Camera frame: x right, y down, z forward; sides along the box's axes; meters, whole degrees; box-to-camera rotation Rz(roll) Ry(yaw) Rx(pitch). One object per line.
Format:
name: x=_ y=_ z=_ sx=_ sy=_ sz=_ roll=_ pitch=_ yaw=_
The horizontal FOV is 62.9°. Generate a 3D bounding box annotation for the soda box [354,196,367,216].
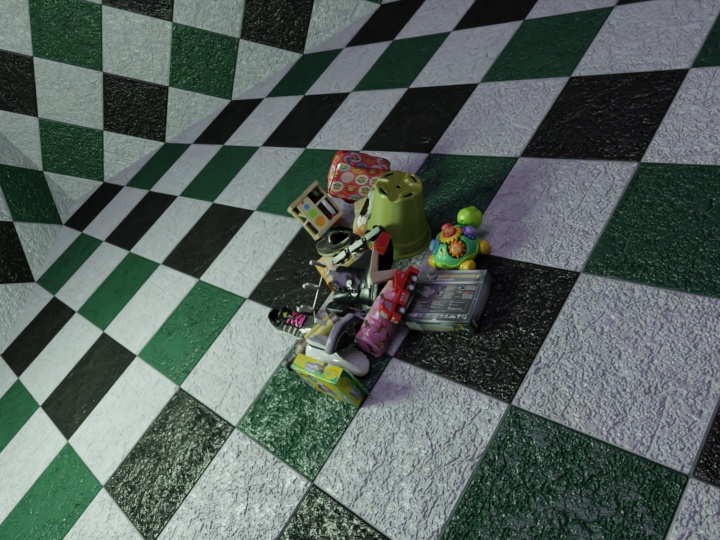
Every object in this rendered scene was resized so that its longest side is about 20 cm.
soda box: x=0.079 y=-0.217 z=1.874 sx=0.197 sy=0.064 sz=0.068 roll=-25 pitch=39 yaw=19

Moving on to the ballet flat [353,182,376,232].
ballet flat: x=0.027 y=-0.181 z=1.812 sx=0.202 sy=0.070 sz=0.071 roll=-64 pitch=34 yaw=16

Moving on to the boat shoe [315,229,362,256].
boat shoe: x=-0.069 y=-0.089 z=1.737 sx=0.198 sy=0.065 sz=0.074 roll=-6 pitch=48 yaw=46

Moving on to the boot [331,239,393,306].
boot: x=0.000 y=0.000 z=1.627 sx=0.166 sy=0.076 sz=0.204 roll=8 pitch=93 yaw=35

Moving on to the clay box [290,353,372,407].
clay box: x=-0.072 y=0.274 z=1.459 sx=0.198 sy=0.115 sz=0.048 roll=11 pitch=58 yaw=46

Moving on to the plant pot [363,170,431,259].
plant pot: x=0.106 y=-0.167 z=1.644 sx=0.196 sy=0.186 sz=0.203 roll=-1 pitch=47 yaw=1

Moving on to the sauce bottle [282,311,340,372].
sauce bottle: x=-0.130 y=0.199 z=1.626 sx=0.199 sy=0.065 sz=0.065 roll=-40 pitch=37 yaw=-1

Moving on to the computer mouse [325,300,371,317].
computer mouse: x=-0.016 y=0.116 z=1.648 sx=0.197 sy=0.035 sz=0.058 roll=6 pitch=30 yaw=37

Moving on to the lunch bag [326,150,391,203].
lunch bag: x=-0.007 y=-0.289 z=1.905 sx=0.178 sy=0.196 sz=0.083 roll=114 pitch=157 yaw=-43

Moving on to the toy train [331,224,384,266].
toy train: x=-0.007 y=-0.068 z=1.634 sx=0.199 sy=0.045 sz=0.035 roll=-34 pitch=74 yaw=34

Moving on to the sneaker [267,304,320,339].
sneaker: x=-0.198 y=0.147 z=1.714 sx=0.197 sy=0.088 sz=0.074 roll=2 pitch=52 yaw=40

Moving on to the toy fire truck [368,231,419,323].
toy fire truck: x=0.072 y=0.019 z=1.495 sx=0.139 sy=0.049 sz=0.203 roll=24 pitch=69 yaw=0

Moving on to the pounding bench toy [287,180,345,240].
pounding bench toy: x=-0.148 y=-0.188 z=1.978 sx=0.124 sy=0.156 sz=0.200 roll=-44 pitch=7 yaw=-8

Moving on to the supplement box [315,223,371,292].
supplement box: x=-0.027 y=-0.032 z=1.766 sx=0.199 sy=0.074 sz=0.126 roll=-39 pitch=38 yaw=-1

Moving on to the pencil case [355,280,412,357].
pencil case: x=0.064 y=0.124 z=1.524 sx=0.085 sy=0.083 sz=0.201 roll=17 pitch=63 yaw=34

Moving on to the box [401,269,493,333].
box: x=0.216 y=0.075 z=1.476 sx=0.197 sy=0.049 sz=0.160 roll=-2 pitch=50 yaw=38

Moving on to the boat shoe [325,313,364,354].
boat shoe: x=-0.034 y=0.163 z=1.520 sx=0.056 sy=0.070 sz=0.200 roll=15 pitch=21 yaw=14

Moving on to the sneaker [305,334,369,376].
sneaker: x=-0.060 y=0.236 z=1.533 sx=0.198 sy=0.076 sz=0.082 roll=22 pitch=108 yaw=34

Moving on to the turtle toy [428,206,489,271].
turtle toy: x=0.260 y=-0.082 z=1.552 sx=0.144 sy=0.102 sz=0.201 roll=11 pitch=51 yaw=44

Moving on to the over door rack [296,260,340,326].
over door rack: x=-0.124 y=0.054 z=1.639 sx=0.200 sy=0.065 sz=0.151 roll=-153 pitch=78 yaw=-72
